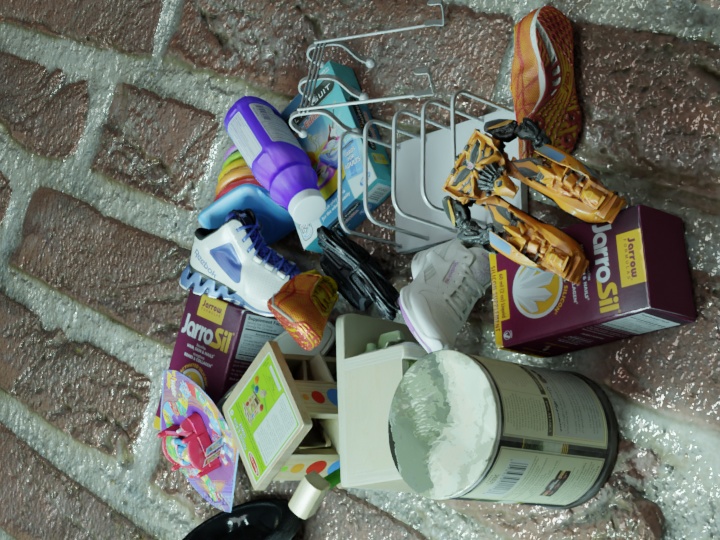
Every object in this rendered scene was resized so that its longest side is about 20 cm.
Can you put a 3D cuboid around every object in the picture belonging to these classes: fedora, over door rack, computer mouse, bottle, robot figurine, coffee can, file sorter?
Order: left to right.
[{"bbox_3d":[-0.146,0.368,1.701,0.199,0.200,0.092,-11,106,44],"label":"fedora"},{"bbox_3d":[-0.106,-0.141,1.735,0.065,0.083,0.201,-47,51,18],"label":"bottle"},{"bbox_3d":[0.000,0.000,1.628,0.053,0.200,0.139,-41,90,-8],"label":"computer mouse"},{"bbox_3d":[0.016,-0.241,1.669,0.198,0.067,0.149,-14,44,25],"label":"over door rack"},{"bbox_3d":[0.079,-0.115,1.575,0.199,0.124,0.140,-14,71,44],"label":"file sorter"},{"bbox_3d":[0.147,0.165,1.382,0.146,0.199,0.148,-14,71,43],"label":"coffee can"},{"bbox_3d":[0.166,-0.077,1.384,0.199,0.058,0.146,34,98,35],"label":"robot figurine"}]

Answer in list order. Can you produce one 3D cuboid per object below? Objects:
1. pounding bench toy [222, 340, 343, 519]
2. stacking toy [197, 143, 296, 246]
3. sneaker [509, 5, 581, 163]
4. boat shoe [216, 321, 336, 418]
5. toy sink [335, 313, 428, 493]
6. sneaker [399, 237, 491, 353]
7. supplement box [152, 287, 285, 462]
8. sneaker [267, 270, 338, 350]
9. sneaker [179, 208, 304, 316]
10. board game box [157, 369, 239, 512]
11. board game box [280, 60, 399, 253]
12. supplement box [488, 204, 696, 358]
[{"bbox_3d":[-0.043,0.203,1.600,0.125,0.155,0.201,-54,46,32],"label":"pounding bench toy"},{"bbox_3d":[-0.153,-0.135,1.855,0.109,0.116,0.202,-31,45,28],"label":"stacking toy"},{"bbox_3d":[0.203,-0.193,1.517,0.077,0.072,0.202,156,122,-65],"label":"sneaker"},{"bbox_3d":[-0.102,0.146,1.727,0.200,0.062,0.075,-47,52,-7],"label":"boat shoe"},{"bbox_3d":[0.057,0.144,1.534,0.111,0.130,0.202,-17,68,43],"label":"toy sink"},{"bbox_3d":[0.099,0.018,1.508,0.099,0.075,0.201,-28,25,22],"label":"sneaker"},{"bbox_3d":[-0.180,0.139,1.803,0.130,0.103,0.202,18,93,47],"label":"supplement box"},{"bbox_3d":[-0.064,0.036,1.585,0.077,0.073,0.200,-39,14,4],"label":"sneaker"},{"bbox_3d":[-0.139,-0.016,1.736,0.197,0.081,0.116,13,110,15],"label":"sneaker"},{"bbox_3d":[-0.220,0.223,1.707,0.158,0.039,0.201,43,142,27],"label":"board game box"},{"bbox_3d":[-0.042,-0.148,1.765,0.151,0.047,0.201,-43,53,31],"label":"board game box"},{"bbox_3d":[0.237,0.015,1.405,0.199,0.085,0.112,-19,67,42],"label":"supplement box"}]
